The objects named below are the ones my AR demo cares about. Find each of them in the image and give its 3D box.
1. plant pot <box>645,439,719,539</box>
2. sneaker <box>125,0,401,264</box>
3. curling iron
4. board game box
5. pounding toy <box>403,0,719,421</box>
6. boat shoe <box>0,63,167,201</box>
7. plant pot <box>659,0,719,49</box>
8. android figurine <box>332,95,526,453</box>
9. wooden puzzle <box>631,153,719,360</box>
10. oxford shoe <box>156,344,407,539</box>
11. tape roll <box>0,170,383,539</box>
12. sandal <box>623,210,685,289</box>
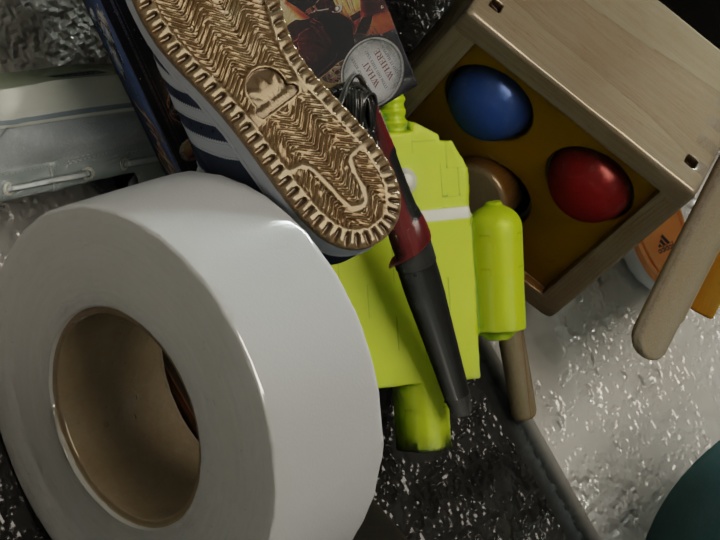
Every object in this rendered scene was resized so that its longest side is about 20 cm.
[{"bbox_3d":[0.239,0.185,1.285,0.200,0.135,0.201,16,64,-35],"label":"plant pot"},{"bbox_3d":[-0.064,-0.083,1.040,0.070,0.108,0.200,-32,88,-23],"label":"sneaker"},{"bbox_3d":[0.019,-0.009,1.125,0.050,0.026,0.200,-43,124,-36],"label":"curling iron"},{"bbox_3d":[-0.067,-0.145,1.073,0.135,0.035,0.200,-32,119,-15],"label":"board game box"},{"bbox_3d":[0.096,-0.054,1.242,0.184,0.200,0.142,38,52,-5],"label":"pounding toy"},{"bbox_3d":[-0.127,-0.068,1.128,0.200,0.070,0.072,-10,105,-44],"label":"boat shoe"},{"bbox_3d":[0.275,-0.206,1.438,0.199,0.200,0.178,15,76,-36],"label":"plant pot"},{"bbox_3d":[0.000,0.000,1.167,0.181,0.041,0.201,-3,95,-16],"label":"android figurine"},{"bbox_3d":[0.229,-0.048,1.285,0.037,0.185,0.200,29,22,12],"label":"wooden puzzle"},{"bbox_3d":[-0.055,0.102,1.113,0.200,0.071,0.071,57,41,-2],"label":"oxford shoe"},{"bbox_3d":[-0.085,0.058,1.017,0.071,0.202,0.203,-21,88,-42],"label":"tape roll"},{"bbox_3d":[0.176,-0.090,1.386,0.079,0.059,0.207,-24,91,-44],"label":"sandal"}]
